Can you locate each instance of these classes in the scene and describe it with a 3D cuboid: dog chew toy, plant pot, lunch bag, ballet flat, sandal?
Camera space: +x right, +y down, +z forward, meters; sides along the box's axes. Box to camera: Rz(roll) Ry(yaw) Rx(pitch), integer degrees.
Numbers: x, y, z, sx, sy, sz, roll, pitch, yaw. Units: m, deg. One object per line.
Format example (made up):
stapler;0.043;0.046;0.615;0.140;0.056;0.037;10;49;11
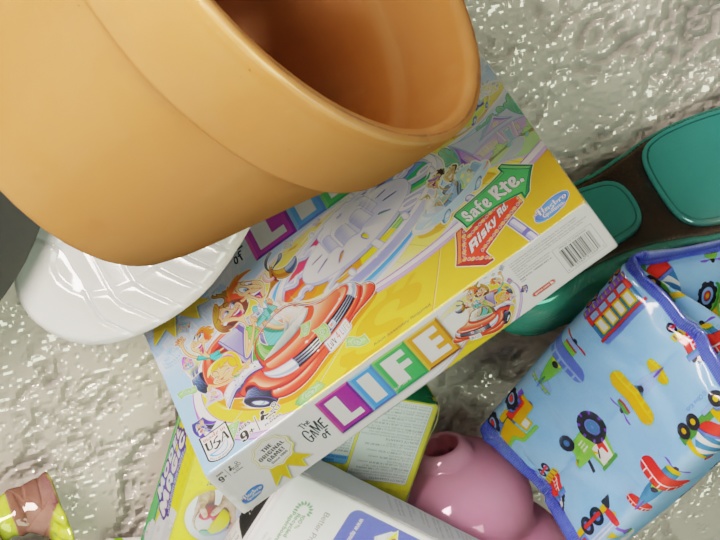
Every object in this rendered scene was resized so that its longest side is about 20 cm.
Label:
dog chew toy;0.063;0.172;1.210;0.124;0.125;0.200;-21;118;-8
plant pot;-0.070;-0.095;0.905;0.200;0.200;0.140;27;128;-37
lunch bag;0.182;0.041;1.151;0.200;0.094;0.151;-23;159;-41
ballet flat;0.141;-0.025;1.134;0.200;0.067;0.070;-23;156;-6
sandal;-0.069;-0.046;1.020;0.203;0.082;0.050;-47;173;13

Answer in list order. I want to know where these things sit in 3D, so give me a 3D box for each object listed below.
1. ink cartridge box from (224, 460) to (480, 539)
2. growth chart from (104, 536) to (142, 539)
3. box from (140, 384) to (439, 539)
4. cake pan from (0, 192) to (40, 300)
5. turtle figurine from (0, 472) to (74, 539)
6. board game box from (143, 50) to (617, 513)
ink cartridge box;0.025;0.168;1.125;0.200;0.037;0.095;29;105;-15
growth chart;-0.090;0.178;1.210;0.144;0.018;0.200;16;118;-32
box;-0.046;0.134;1.149;0.117;0.048;0.200;11;110;-20
cake pan;-0.209;-0.023;0.948;0.200;0.037;0.201;-28;140;-26
turtle figurine;-0.216;0.163;1.111;0.161;0.064;0.200;-17;123;-21
board game box;0.000;0.000;1.033;0.200;0.135;0.034;-36;131;5
